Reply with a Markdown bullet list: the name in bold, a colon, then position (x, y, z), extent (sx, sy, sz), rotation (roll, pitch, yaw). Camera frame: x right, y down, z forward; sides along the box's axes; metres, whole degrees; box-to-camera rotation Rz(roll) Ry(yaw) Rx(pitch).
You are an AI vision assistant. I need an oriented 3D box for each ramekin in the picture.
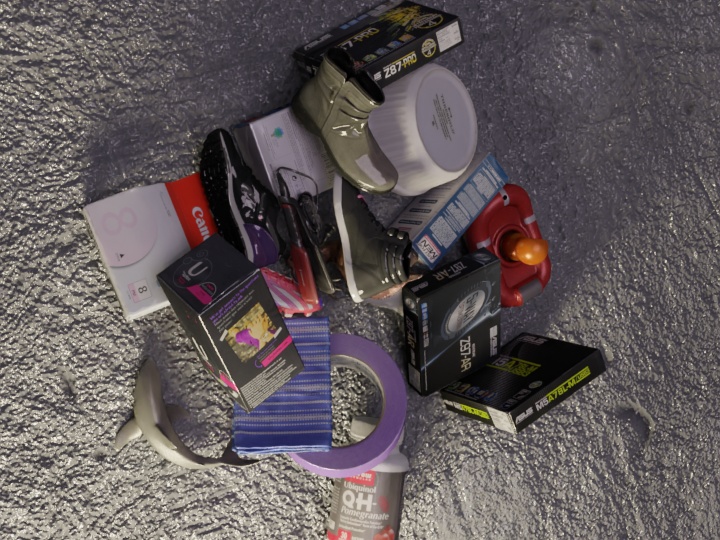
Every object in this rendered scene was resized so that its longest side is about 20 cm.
- **ramekin**: position (0.093, -0.216, 1.749), extent (0.201, 0.094, 0.205), rotation (9, 78, -48)

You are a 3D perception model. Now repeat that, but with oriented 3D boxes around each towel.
- **towel**: position (-0.113, 0.163, 1.674), extent (0.143, 0.024, 0.202), rotation (-1, 70, -2)

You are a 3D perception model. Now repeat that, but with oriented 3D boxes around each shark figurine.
- **shark figurine**: position (-0.252, 0.241, 1.643), extent (0.214, 0.089, 0.128), rotation (43, 75, -21)

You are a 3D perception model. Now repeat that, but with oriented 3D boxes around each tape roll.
- **tape roll**: position (-0.031, 0.197, 1.709), extent (0.198, 0.066, 0.202), rotation (0, 71, 0)

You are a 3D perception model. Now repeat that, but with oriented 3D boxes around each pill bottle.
- **pill bottle**: position (0.014, 0.328, 1.773), extent (0.110, 0.110, 0.202), rotation (8, 90, -28)

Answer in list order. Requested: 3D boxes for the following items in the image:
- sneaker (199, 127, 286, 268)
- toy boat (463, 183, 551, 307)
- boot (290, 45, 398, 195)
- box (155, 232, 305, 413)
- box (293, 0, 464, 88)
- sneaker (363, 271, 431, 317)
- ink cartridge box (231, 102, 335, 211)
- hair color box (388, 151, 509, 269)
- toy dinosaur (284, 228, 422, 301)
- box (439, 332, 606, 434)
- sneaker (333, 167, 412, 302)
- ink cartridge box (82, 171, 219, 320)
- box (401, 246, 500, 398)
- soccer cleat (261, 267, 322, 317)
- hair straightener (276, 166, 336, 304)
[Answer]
- **sneaker**: position (-0.162, -0.101, 1.639), extent (0.087, 0.075, 0.202), rotation (-14, 91, -36)
- **toy boat**: position (0.249, -0.040, 1.860), extent (0.130, 0.130, 0.202), rotation (-28, 106, -24)
- **boot**: position (-0.003, -0.202, 1.606), extent (0.200, 0.131, 0.068), rotation (46, 53, -4)
- **box**: position (-0.173, 0.072, 1.575), extent (0.106, 0.122, 0.201), rotation (-37, 133, -18)
- **box**: position (0.027, -0.326, 1.707), extent (0.199, 0.161, 0.049), rotation (-32, 125, -21)
- **sneaker**: position (0.076, 0.052, 1.815), extent (0.198, 0.075, 0.089), rotation (-1, 107, -28)
- **ink cartridge box**: position (-0.070, -0.185, 1.714), extent (0.199, 0.076, 0.138), rotation (-25, 105, -23)
- **hair color box**: position (0.130, -0.095, 1.811), extent (0.200, 0.100, 0.061), rotation (-48, 114, -16)
- **toy dinosaur**: position (0.000, 0.000, 1.727), extent (0.136, 0.199, 0.086), rotation (-55, 155, -10)
- **box**: position (0.252, 0.172, 1.838), extent (0.192, 0.200, 0.048), rotation (-33, 109, -21)
- **sneaker**: position (0.021, -0.063, 1.660), extent (0.098, 0.071, 0.202), rotation (-12, 82, 13)
- **ink cartridge box**: position (-0.260, -0.044, 1.610), extent (0.199, 0.057, 0.164), rotation (-23, 87, -15)
- **box**: position (0.144, 0.081, 1.817), extent (0.159, 0.043, 0.201), rotation (-24, 130, -24)
- **soccer cleat**: position (-0.144, 0.020, 1.692), extent (0.198, 0.067, 0.077), rotation (9, 93, -22)
- **hair straightener**: position (-0.075, -0.057, 1.672), extent (0.077, 0.041, 0.202), rotation (-30, 109, -38)
